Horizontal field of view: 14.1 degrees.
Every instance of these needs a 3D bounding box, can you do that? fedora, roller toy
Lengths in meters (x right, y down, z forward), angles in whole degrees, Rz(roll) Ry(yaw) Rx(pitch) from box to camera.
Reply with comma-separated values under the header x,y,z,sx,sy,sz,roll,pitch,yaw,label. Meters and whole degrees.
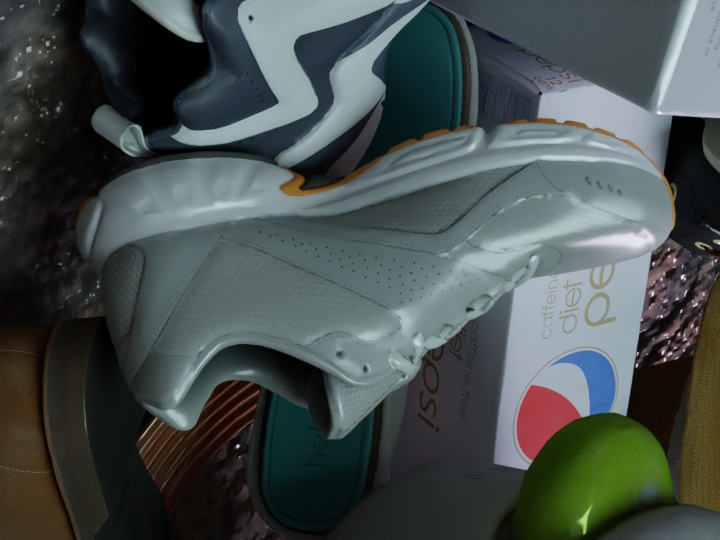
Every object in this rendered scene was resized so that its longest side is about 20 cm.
x,y,z,sx,sy,sz,roll,pitch,yaw,label
0.137,0.097,1.179,0.200,0.082,0.201,25,61,-59,fedora
0.053,0.163,1.000,0.200,0.139,0.183,-62,139,-23,roller toy

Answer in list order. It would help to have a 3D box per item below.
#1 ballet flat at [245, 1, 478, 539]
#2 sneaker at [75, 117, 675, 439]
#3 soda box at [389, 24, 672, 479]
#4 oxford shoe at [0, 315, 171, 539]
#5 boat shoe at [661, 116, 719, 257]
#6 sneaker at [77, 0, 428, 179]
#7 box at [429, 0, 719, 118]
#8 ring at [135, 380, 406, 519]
x,y,z,sx,sy,sz,roll,pitch,yaw,label
0.000,0.000,1.046,0.069,0.069,0.201,14,85,-49,ballet flat
0.010,0.010,0.958,0.199,0.092,0.076,-8,156,-10,sneaker
0.062,0.009,1.090,0.068,0.064,0.201,-13,123,-33,soda box
-0.106,0.099,1.006,0.071,0.071,0.201,-72,159,-55,oxford shoe
0.145,-0.036,1.077,0.073,0.201,0.063,-4,114,-19,boat shoe
-0.030,-0.117,0.935,0.129,0.079,0.200,-1,125,-55,sneaker
0.127,-0.127,1.034,0.200,0.152,0.107,-1,114,-46,box
-0.035,0.102,1.115,0.200,0.019,0.201,-25,131,-33,ring
